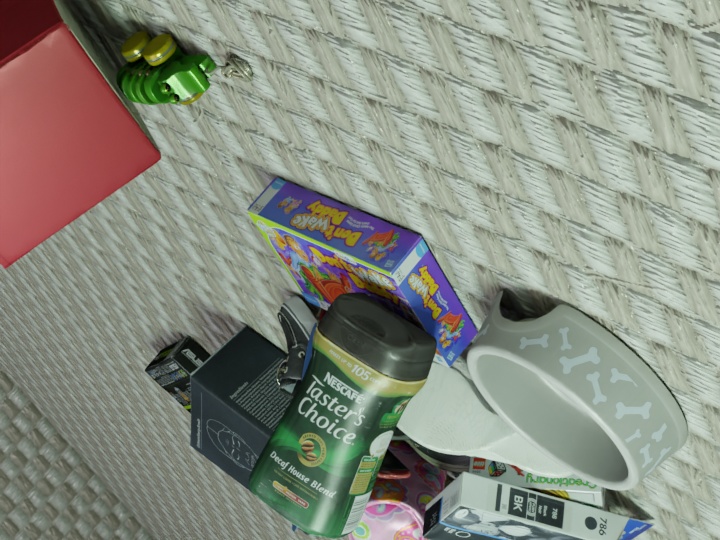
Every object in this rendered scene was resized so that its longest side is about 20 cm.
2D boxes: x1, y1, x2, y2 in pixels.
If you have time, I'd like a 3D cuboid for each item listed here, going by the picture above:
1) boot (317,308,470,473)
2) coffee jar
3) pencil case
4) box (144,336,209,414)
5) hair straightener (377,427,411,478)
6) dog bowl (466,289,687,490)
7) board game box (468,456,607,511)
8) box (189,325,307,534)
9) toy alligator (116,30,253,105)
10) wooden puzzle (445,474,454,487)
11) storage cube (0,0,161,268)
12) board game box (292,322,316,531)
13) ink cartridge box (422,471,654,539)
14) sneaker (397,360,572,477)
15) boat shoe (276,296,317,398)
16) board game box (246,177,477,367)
[{"bbox_3d":[0.050,0.110,1.665,0.203,0.074,0.154,21,151,45],"label":"boot"},{"bbox_3d":[-0.014,0.124,1.489,0.104,0.201,0.085,31,-165,24],"label":"coffee jar"},{"bbox_3d":[0.043,0.214,1.739,0.087,0.087,0.200,45,-154,-13],"label":"pencil case"},{"bbox_3d":[-0.207,0.182,2.423,0.193,0.048,0.200,41,162,-8],"label":"box"},{"bbox_3d":[0.010,0.135,1.630,0.040,0.078,0.200,2,-170,-13],"label":"hair straightener"},{"bbox_3d":[0.172,0.103,1.412,0.199,0.059,0.200,37,162,15],"label":"dog bowl"},{"bbox_3d":[0.177,0.236,1.662,0.125,0.035,0.201,2,151,12],"label":"board game box"},{"bbox_3d":[-0.101,0.193,2.065,0.199,0.107,0.149,34,146,20],"label":"box"},{"bbox_3d":[-0.165,-0.166,1.483,0.199,0.054,0.059,17,151,53],"label":"toy alligator"},{"bbox_3d":[0.045,0.239,1.888,0.199,0.047,0.185,37,-166,18],"label":"wooden puzzle"},{"bbox_3d":[-0.313,-0.149,1.551,0.200,0.179,0.171,55,-179,-40],"label":"storage cube"},{"bbox_3d":[-0.037,0.155,1.655,0.038,0.201,0.159,7,127,-6],"label":"board game box"},{"bbox_3d":[0.167,0.245,1.605,0.198,0.040,0.100,15,149,-13],"label":"ink cartridge box"},{"bbox_3d":[0.108,0.138,1.564,0.198,0.076,0.088,23,180,4],"label":"sneaker"},{"bbox_3d":[-0.054,0.116,1.790,0.070,0.066,0.201,86,159,-60],"label":"boat shoe"},{"bbox_3d":[0.000,0.000,1.548,0.199,0.045,0.135,24,155,44],"label":"board game box"}]
